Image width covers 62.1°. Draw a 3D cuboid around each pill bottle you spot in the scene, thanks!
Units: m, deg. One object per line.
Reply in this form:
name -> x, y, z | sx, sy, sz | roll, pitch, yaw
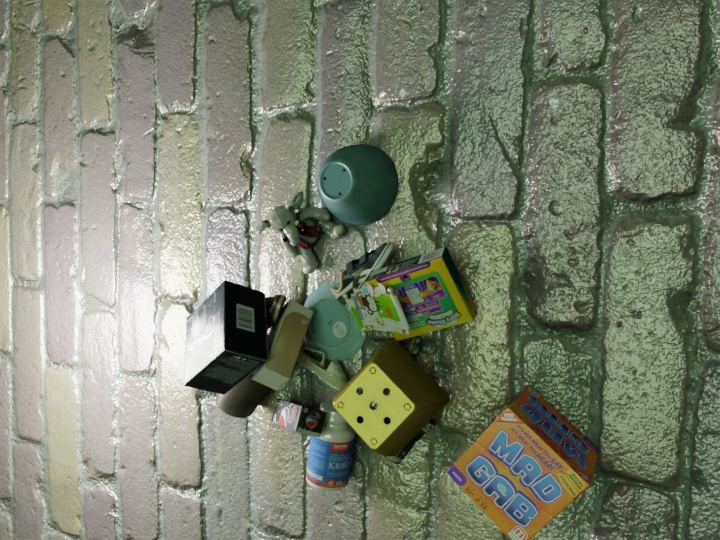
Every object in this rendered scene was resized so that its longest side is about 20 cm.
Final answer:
pill bottle -> -0.073, 0.440, 1.512 | 0.112, 0.112, 0.201 | 10, 98, 26

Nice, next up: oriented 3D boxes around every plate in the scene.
plate -> -0.074, 0.135, 1.545 | 0.199, 0.026, 0.201 | 1, 92, 27

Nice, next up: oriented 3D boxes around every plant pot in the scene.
plant pot -> -0.027, -0.212, 1.441 | 0.199, 0.135, 0.201 | 1, 93, 27
plant pot -> 0.052, 0.290, 1.330 | 0.200, 0.176, 0.200 | 45, 97, 15

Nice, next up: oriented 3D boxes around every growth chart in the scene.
growth chart -> 0.035, 0.093, 1.393 | 0.200, 0.018, 0.145 | -7, 117, 53

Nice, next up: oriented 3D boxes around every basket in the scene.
basket -> -0.303, 0.287, 1.615 | 0.180, 0.136, 0.200 | 41, 114, 32

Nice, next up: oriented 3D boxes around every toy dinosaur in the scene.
toy dinosaur -> 0.083, 0.245, 1.461 | 0.088, 0.047, 0.201 | 24, 107, 17

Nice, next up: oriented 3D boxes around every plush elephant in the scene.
plush elephant -> -0.165, -0.110, 1.505 | 0.165, 0.155, 0.200 | -43, 75, 22

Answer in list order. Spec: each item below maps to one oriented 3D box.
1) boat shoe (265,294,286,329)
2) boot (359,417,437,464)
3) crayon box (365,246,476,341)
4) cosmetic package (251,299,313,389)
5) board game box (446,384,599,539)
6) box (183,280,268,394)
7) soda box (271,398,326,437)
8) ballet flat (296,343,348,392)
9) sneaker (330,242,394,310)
boat shoe -> -0.250, 0.103, 1.555 | 0.072, 0.200, 0.072 | 26, 65, -12
boot -> 0.071, 0.351, 1.449 | 0.204, 0.073, 0.154 | 45, 110, 3
crayon box -> 0.138, 0.058, 1.376 | 0.199, 0.058, 0.173 | -18, 112, 27
cosmetic package -> -0.194, 0.186, 1.503 | 0.071, 0.200, 0.105 | 28, 145, -15
board game box -> 0.342, 0.398, 1.246 | 0.200, 0.200, 0.200 | 44, 111, 18
box -> -0.333, 0.167, 1.473 | 0.197, 0.124, 0.201 | -40, 44, 35
soda box -> -0.160, 0.370, 1.510 | 0.200, 0.071, 0.064 | -14, 59, 64
ballet flat -> -0.094, 0.250, 1.540 | 0.200, 0.069, 0.070 | 28, 105, 23
sneaker -> 0.000, 0.000, 1.460 | 0.079, 0.078, 0.200 | 37, 106, 3
